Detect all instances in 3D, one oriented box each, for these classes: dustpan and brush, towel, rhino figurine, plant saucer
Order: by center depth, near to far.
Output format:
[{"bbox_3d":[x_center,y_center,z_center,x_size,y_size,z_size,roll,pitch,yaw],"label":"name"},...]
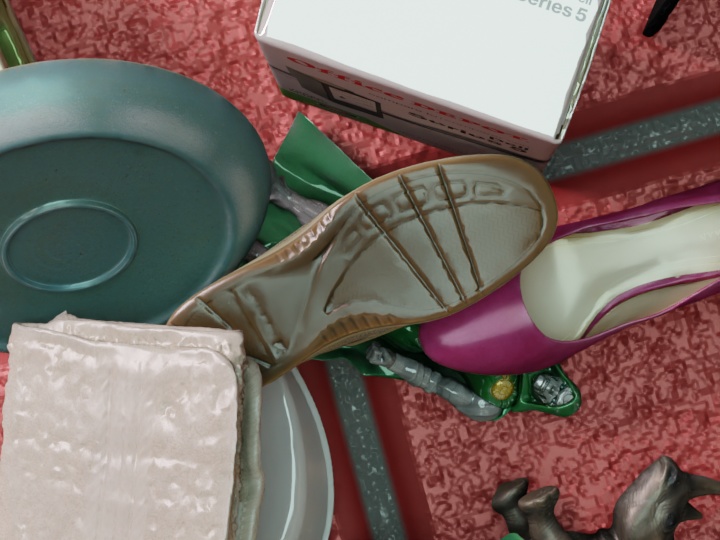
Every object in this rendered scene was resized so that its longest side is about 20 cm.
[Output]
[{"bbox_3d":[-0.112,0.122,0.957,0.132,0.034,0.202,5,86,25],"label":"towel"},{"bbox_3d":[-0.137,-0.019,0.963,0.199,0.201,0.028,-17,53,1],"label":"plant saucer"},{"bbox_3d":[0.094,0.149,1.035,0.199,0.060,0.088,-22,100,-1],"label":"rhino figurine"},{"bbox_3d":[-0.056,0.145,1.050,0.139,0.057,0.201,-31,81,9],"label":"dustpan and brush"}]

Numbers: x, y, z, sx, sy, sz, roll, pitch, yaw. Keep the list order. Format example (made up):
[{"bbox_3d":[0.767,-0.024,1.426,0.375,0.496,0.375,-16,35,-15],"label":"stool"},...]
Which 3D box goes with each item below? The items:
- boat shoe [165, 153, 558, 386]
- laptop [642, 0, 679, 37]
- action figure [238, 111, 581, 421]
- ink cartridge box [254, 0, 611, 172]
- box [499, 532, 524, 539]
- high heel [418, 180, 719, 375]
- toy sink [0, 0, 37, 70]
[{"bbox_3d":[0.000,0.000,0.988,0.199,0.065,0.073,-27,94,9],"label":"boat shoe"},{"bbox_3d":[0.142,-0.234,0.990,0.103,0.177,0.201,22,88,3],"label":"laptop"},{"bbox_3d":[0.025,0.018,1.048,0.199,0.055,0.119,29,90,1],"label":"action figure"},{"bbox_3d":[0.034,-0.110,0.977,0.145,0.200,0.085,19,89,3],"label":"ink cartridge box"},{"bbox_3d":[0.034,0.216,0.945,0.048,0.117,0.201,34,88,-9],"label":"box"},{"bbox_3d":[0.127,0.001,0.995,0.199,0.096,0.068,-12,83,-17],"label":"high heel"},{"bbox_3d":[-0.228,-0.124,1.023,0.111,0.130,0.201,-25,86,1],"label":"toy sink"}]
